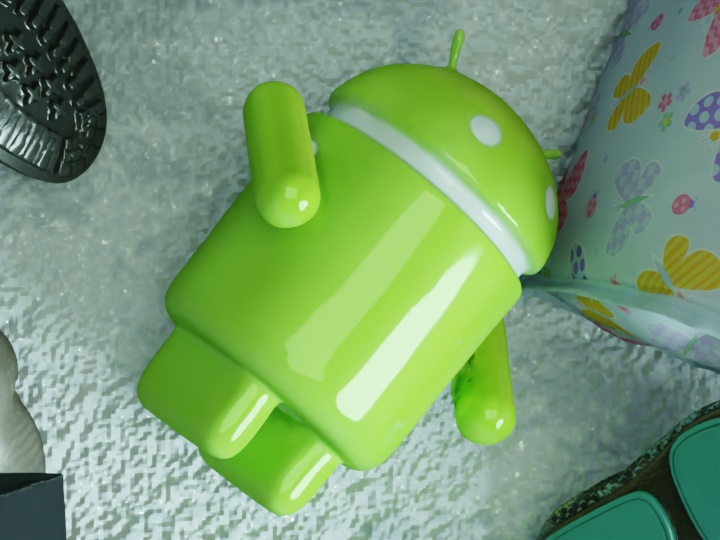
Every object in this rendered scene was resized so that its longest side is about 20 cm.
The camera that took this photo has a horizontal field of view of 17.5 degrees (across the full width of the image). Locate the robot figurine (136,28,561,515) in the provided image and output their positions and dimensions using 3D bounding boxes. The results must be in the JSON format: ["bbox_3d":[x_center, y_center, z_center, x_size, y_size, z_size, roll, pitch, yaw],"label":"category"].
[{"bbox_3d":[0.000,0.000,0.961,0.200,0.116,0.176,-50,124,-9],"label":"robot figurine"}]

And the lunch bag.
[{"bbox_3d":[0.167,-0.040,0.959,0.127,0.200,0.170,22,86,-13],"label":"lunch bag"}]

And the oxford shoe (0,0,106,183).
[{"bbox_3d":[-0.182,-0.108,0.941,0.200,0.084,0.073,44,66,-29],"label":"oxford shoe"}]

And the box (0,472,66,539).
[{"bbox_3d":[-0.212,0.150,0.884,0.199,0.079,0.142,-2,96,20],"label":"box"}]

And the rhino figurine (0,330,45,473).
[{"bbox_3d":[-0.150,0.107,0.941,0.059,0.087,0.201,-14,95,-13],"label":"rhino figurine"}]

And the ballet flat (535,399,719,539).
[{"bbox_3d":[0.150,0.094,0.973,0.074,0.200,0.075,16,61,-32],"label":"ballet flat"}]
